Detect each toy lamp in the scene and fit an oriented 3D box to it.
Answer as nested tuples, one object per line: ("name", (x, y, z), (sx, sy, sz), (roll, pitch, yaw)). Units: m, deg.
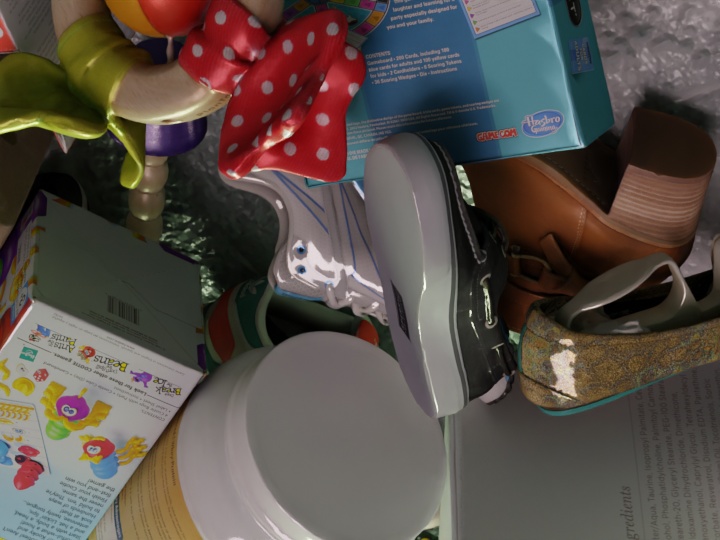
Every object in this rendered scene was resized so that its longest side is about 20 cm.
("toy lamp", (-0.118, -0.036, 1.400), (0.058, 0.058, 0.201), (17, 129, 7))

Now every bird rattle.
("bird rattle", (-0.090, -0.118, 1.193), (0.199, 0.112, 0.164), (-6, 88, 41))

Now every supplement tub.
("supplement tub", (-0.056, 0.128, 1.376), (0.144, 0.145, 0.200), (35, 141, -12))

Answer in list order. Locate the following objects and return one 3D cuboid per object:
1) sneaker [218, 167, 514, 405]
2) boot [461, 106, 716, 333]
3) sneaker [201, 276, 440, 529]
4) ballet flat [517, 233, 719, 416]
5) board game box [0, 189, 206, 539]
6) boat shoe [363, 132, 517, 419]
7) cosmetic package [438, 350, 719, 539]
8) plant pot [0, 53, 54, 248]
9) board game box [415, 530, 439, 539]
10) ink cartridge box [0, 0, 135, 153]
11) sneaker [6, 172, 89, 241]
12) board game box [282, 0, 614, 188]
("sneaker", (0.000, 0.000, 1.335), (0.200, 0.087, 0.075), (50, 165, 2))
("boot", (0.075, -0.036, 1.322), (0.199, 0.074, 0.155), (24, 140, 3))
("sneaker", (-0.007, 0.076, 1.461), (0.200, 0.071, 0.093), (40, 140, -13))
("ballet flat", (0.172, 0.016, 1.284), (0.199, 0.071, 0.071), (-16, 134, -13))
("board game box", (-0.178, 0.076, 1.377), (0.104, 0.103, 0.200), (25, 119, -21))
("boat shoe", (0.042, -0.003, 1.227), (0.056, 0.069, 0.200), (-24, 146, -11))
("cosmetic package", (0.144, 0.156, 1.375), (0.198, 0.167, 0.168), (0, 134, 0))
("plant pot", (-0.276, -0.057, 1.374), (0.177, 0.200, 0.200), (-35, 113, 28))
("board game box", (0.009, 0.207, 1.586), (0.104, 0.024, 0.200), (25, 149, -4))
("ink cartridge box", (-0.184, -0.168, 1.274), (0.050, 0.109, 0.201), (-2, 131, 24))
("sneaker", (-0.176, 0.016, 1.494), (0.082, 0.072, 0.200), (8, 141, -18))
("board game box", (0.025, -0.149, 1.199), (0.150, 0.047, 0.201), (-7, 104, 28))
